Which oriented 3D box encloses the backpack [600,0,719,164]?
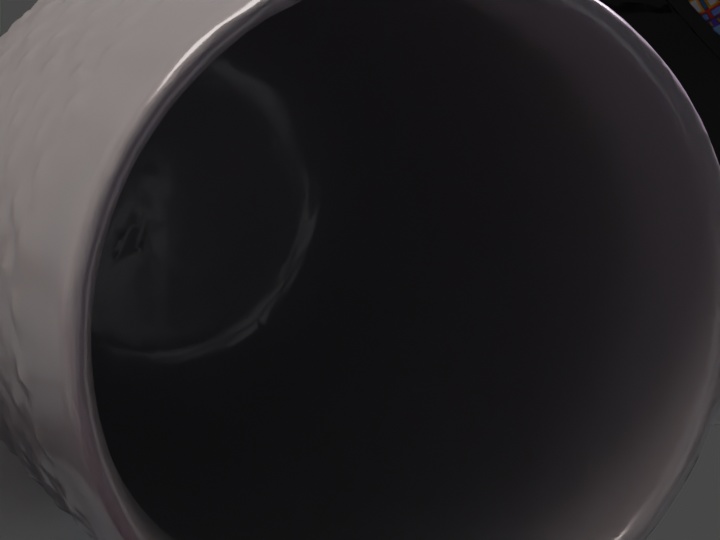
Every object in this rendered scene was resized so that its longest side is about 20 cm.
[{"bbox_3d":[0.057,-0.119,0.888,0.182,0.201,0.135,-22,11,6],"label":"backpack"}]

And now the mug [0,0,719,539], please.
[{"bbox_3d":[0.000,0.000,0.612,0.199,0.148,0.175,12,5,-25],"label":"mug"}]

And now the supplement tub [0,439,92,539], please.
[{"bbox_3d":[-0.127,0.018,0.766,0.140,0.141,0.200,-27,12,-21],"label":"supplement tub"}]
